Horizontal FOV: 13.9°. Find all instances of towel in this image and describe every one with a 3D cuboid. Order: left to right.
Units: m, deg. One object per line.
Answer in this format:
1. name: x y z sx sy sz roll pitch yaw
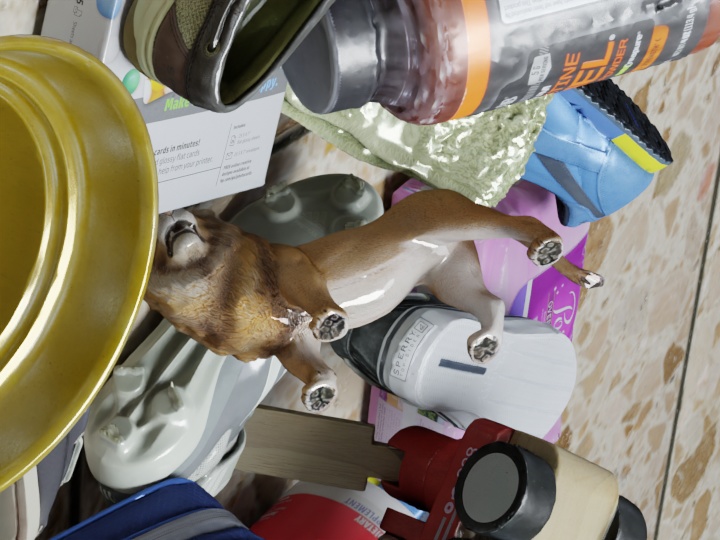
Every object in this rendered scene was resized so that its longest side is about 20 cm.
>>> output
1. towel: 0.045 -0.141 1.408 0.200 0.148 0.036 -66 -164 -4

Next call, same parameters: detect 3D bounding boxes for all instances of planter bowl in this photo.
1. planter bowl: -0.178 -0.008 1.149 0.200 0.083 0.201 -30 132 -39

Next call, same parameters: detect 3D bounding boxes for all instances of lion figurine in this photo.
1. lion figurine: 0.000 0.000 1.373 0.200 0.122 0.073 -10 121 -22

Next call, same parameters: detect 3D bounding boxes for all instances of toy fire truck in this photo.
1. toy fire truck: 0.010 0.146 1.460 0.129 0.200 0.176 26 86 -41

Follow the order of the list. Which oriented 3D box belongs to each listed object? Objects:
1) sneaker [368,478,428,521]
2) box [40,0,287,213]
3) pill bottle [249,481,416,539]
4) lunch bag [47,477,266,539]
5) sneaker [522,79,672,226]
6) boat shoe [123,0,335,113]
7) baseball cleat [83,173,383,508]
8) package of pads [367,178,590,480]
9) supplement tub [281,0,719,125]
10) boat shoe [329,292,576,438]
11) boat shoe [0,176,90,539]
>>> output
1. sneaker: 0.008 0.212 1.689 0.066 0.078 0.200 2 112 -63
2. box: -0.077 -0.123 1.298 0.156 0.041 0.200 -17 126 -57
3. pill bottle: -0.050 0.204 1.537 0.200 0.112 0.112 -44 146 -37
4. lunch bag: -0.118 0.198 1.365 0.200 0.132 0.136 -26 131 -28
5. sneaker: 0.071 -0.091 1.503 0.078 0.066 0.200 -38 123 18
6. boat shoe: -0.013 -0.148 1.235 0.201 0.066 0.072 -49 147 -1
7. baseball cleat: -0.062 0.039 1.446 0.200 0.070 0.106 -44 155 -20
8. package of pads: 0.067 0.023 1.639 0.120 0.076 0.200 -31 137 -43
9. supplement tub: 0.062 -0.127 1.334 0.200 0.107 0.107 -16 131 -21
10. boat shoe: 0.050 0.042 1.524 0.072 0.071 0.200 -61 152 0
11. boat shoe: -0.148 0.034 1.280 0.063 0.073 0.200 -50 156 -53
